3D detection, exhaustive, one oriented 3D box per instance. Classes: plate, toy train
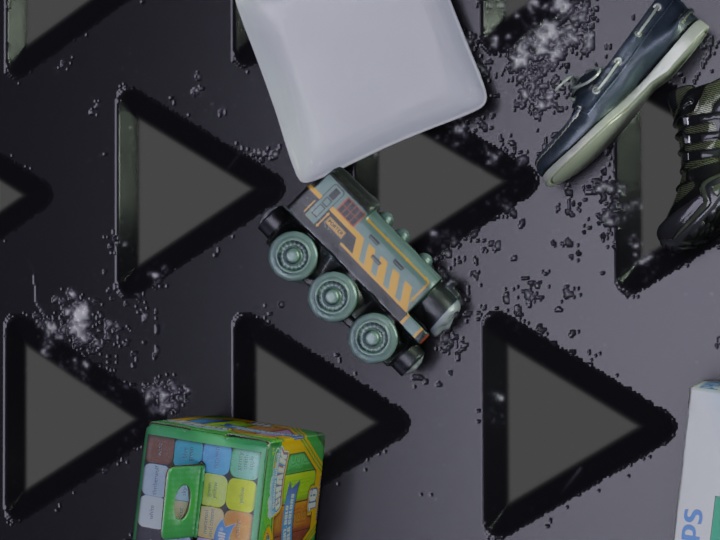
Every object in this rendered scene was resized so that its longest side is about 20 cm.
[{"bbox_3d":[0.002,-0.208,1.623,0.199,0.032,0.201,-22,81,16],"label":"plate"},{"bbox_3d":[0.000,0.000,1.588,0.114,0.085,0.200,-45,85,2],"label":"toy train"}]

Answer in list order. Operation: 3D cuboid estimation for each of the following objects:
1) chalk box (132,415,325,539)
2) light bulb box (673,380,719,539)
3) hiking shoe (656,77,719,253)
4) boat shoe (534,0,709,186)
[{"bbox_3d":[-0.124,0.203,1.563,0.123,0.200,0.126,7,91,17],"label":"chalk box"},{"bbox_3d":[0.368,0.203,1.448,0.198,0.125,0.200,6,90,16],"label":"light bulb box"},{"bbox_3d":[0.305,-0.112,1.512,0.100,0.076,0.201,33,89,24],"label":"hiking shoe"},{"bbox_3d":[0.221,-0.161,1.531,0.062,0.075,0.200,44,100,12],"label":"boat shoe"}]
